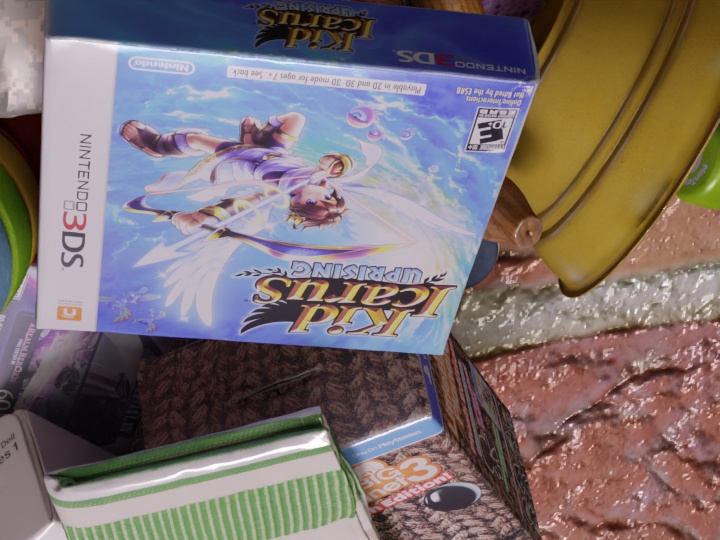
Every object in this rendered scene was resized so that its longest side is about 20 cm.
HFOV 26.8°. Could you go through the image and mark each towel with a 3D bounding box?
[{"bbox_3d":[-0.061,0.146,0.785,0.152,0.023,0.200,-14,139,5],"label":"towel"}]

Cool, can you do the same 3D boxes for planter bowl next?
[{"bbox_3d":[0.119,-0.093,0.776,0.083,0.200,0.201,27,104,-5],"label":"planter bowl"}]

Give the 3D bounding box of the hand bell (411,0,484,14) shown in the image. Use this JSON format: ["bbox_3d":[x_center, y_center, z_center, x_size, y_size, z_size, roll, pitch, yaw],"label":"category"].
[{"bbox_3d":[0.021,-0.183,0.748,0.104,0.104,0.201,-32,115,-5],"label":"hand bell"}]

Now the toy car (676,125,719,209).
[{"bbox_3d":[0.316,-0.057,0.912,0.164,0.200,0.158,12,111,-28],"label":"toy car"}]

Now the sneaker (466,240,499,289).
[{"bbox_3d":[0.000,0.000,0.873,0.199,0.085,0.075,-1,116,-24],"label":"sneaker"}]

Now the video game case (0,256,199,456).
[{"bbox_3d":[-0.153,0.066,0.856,0.199,0.019,0.143,11,111,-35],"label":"video game case"}]

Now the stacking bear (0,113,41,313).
[{"bbox_3d":[-0.202,-0.028,0.715,0.113,0.200,0.122,13,122,11],"label":"stacking bear"}]

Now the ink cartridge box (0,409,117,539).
[{"bbox_3d":[-0.166,0.182,0.862,0.146,0.084,0.200,-40,138,13],"label":"ink cartridge box"}]

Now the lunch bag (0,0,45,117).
[{"bbox_3d":[-0.189,-0.174,0.676,0.163,0.118,0.201,-8,114,-20],"label":"lunch bag"}]

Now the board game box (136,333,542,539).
[{"bbox_3d":[-0.006,0.108,0.859,0.159,0.097,0.200,-22,144,13],"label":"board game box"}]

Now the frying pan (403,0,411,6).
[{"bbox_3d":[0.096,-0.139,0.879,0.115,0.031,0.190,-34,121,-2],"label":"frying pan"}]

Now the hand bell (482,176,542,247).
[{"bbox_3d":[0.032,-0.055,0.782,0.104,0.200,0.105,-12,119,-23],"label":"hand bell"}]

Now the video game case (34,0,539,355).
[{"bbox_3d":[-0.041,-0.038,0.667,0.199,0.046,0.182,4,140,-10],"label":"video game case"}]

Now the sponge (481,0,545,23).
[{"bbox_3d":[0.131,-0.123,0.870,0.200,0.030,0.112,26,104,-43],"label":"sponge"}]

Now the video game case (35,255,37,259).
[{"bbox_3d":[-0.251,0.060,0.833,0.181,0.023,0.201,7,114,-27],"label":"video game case"}]
